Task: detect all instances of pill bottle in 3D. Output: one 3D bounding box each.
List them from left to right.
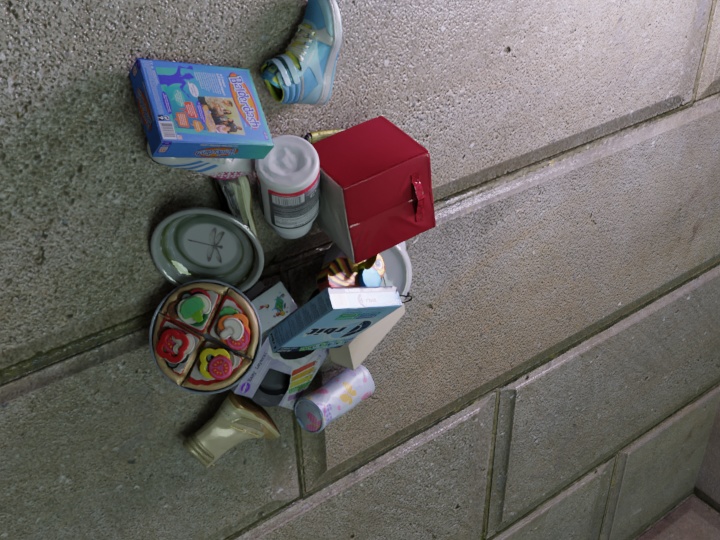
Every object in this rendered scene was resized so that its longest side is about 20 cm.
[{"bbox_3d":[-0.126,-0.139,1.466,0.110,0.111,0.200,-35,160,-18],"label":"pill bottle"}]

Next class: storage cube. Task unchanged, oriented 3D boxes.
[{"bbox_3d":[0.014,-0.152,1.526,0.179,0.200,0.172,-25,131,-19],"label":"storage cube"}]

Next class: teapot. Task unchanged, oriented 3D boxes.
[{"bbox_3d":[0.005,0.006,1.690,0.198,0.146,0.200,3,96,-9],"label":"teapot"}]

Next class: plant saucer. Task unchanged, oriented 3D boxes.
[{"bbox_3d":[-0.265,-0.040,1.446,0.198,0.050,0.201,2,131,2],"label":"plant saucer"}]

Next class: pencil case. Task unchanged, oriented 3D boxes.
[{"bbox_3d":[-0.056,0.279,1.815,0.199,0.090,0.084,-28,96,-48],"label":"pencil case"}]

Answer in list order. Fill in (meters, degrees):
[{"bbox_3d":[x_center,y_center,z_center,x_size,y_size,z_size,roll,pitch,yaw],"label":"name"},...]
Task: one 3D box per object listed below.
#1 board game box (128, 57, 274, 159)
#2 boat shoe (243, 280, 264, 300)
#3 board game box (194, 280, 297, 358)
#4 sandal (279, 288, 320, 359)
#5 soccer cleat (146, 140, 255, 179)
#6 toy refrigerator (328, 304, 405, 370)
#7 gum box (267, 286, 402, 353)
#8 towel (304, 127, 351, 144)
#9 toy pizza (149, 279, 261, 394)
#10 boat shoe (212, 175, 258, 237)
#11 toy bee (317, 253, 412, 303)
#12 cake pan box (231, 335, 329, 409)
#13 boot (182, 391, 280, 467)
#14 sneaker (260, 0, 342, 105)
[{"bbox_3d":[-0.248,-0.252,1.301,0.199,0.153,0.045,-4,157,-38],"label":"board game box"},{"bbox_3d":[-0.274,0.065,1.544,0.199,0.070,0.067,-35,96,-12],"label":"boat shoe"},{"bbox_3d":[-0.216,0.109,1.548,0.199,0.065,0.148,-35,178,-10],"label":"board game box"},{"bbox_3d":[-0.102,0.101,1.642,0.075,0.045,0.201,10,125,-32],"label":"sandal"},{"bbox_3d":[-0.248,-0.192,1.355,0.198,0.086,0.071,2,82,-33],"label":"soccer cleat"},{"bbox_3d":[0.011,0.114,1.778,0.200,0.070,0.076,-46,140,-34],"label":"toy refrigerator"},{"bbox_3d":[-0.049,0.091,1.527,0.169,0.045,0.200,-1,154,-43],"label":"gum box"},{"bbox_3d":[-0.034,-0.210,1.601,0.199,0.023,0.145,-15,124,-35],"label":"towel"},{"bbox_3d":[-0.272,0.116,1.446,0.201,0.200,0.032,-50,179,-3],"label":"toy pizza"},{"bbox_3d":[-0.227,-0.092,1.481,0.064,0.073,0.202,-19,118,-25],"label":"boat shoe"},{"bbox_3d":[0.000,0.000,1.574,0.199,0.130,0.110,23,56,-55],"label":"toy bee"},{"bbox_3d":[-0.165,0.186,1.720,0.184,0.052,0.201,28,96,-45],"label":"cake pan box"},{"bbox_3d":[-0.265,0.346,1.721,0.155,0.073,0.200,-44,147,-1],"label":"boot"},{"bbox_3d":[-0.105,-0.371,1.396,0.130,0.079,0.202,-15,124,-35],"label":"sneaker"}]
